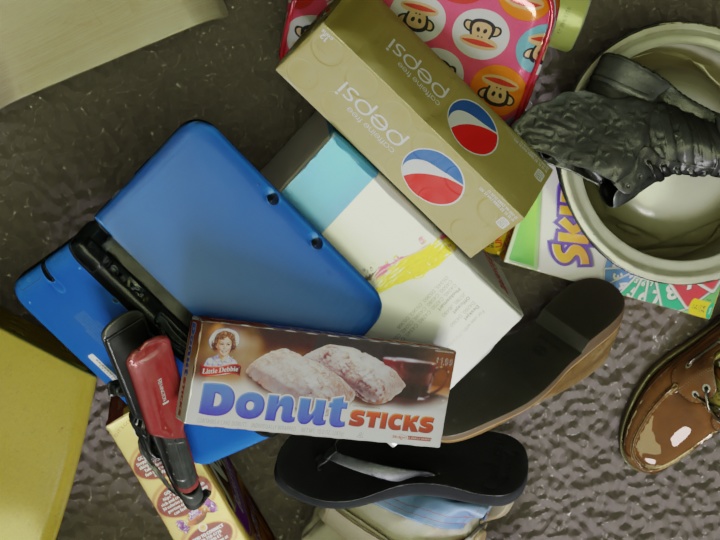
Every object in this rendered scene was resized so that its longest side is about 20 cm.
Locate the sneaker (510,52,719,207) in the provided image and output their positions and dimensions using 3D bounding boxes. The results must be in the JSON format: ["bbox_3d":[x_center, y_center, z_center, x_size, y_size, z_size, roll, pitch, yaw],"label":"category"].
[{"bbox_3d":[0.211,-0.085,1.266,0.199,0.060,0.105,30,86,-2],"label":"sneaker"}]

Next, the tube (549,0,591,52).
[{"bbox_3d":[0.077,-0.224,1.320,0.199,0.052,0.058,21,63,-5],"label":"tube"}]

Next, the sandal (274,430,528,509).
[{"bbox_3d":[0.031,0.143,1.337,0.198,0.077,0.043,-1,145,3],"label":"sandal"}]

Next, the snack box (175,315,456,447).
[{"bbox_3d":[-0.029,0.079,1.196,0.199,0.024,0.072,8,95,-26],"label":"snack box"}]

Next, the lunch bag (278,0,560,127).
[{"bbox_3d":[0.041,-0.178,1.284,0.199,0.082,0.177,17,129,0],"label":"lunch bag"}]

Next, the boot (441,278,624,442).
[{"bbox_3d":[0.130,0.088,1.358,0.199,0.074,0.076,-31,144,-22],"label":"boot"}]

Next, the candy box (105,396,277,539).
[{"bbox_3d":[-0.129,0.175,1.364,0.056,0.117,0.201,-30,105,2],"label":"candy box"}]

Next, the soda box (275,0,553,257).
[{"bbox_3d":[0.039,-0.108,1.227,0.200,0.064,0.068,43,137,-10],"label":"soda box"}]

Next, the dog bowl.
[{"bbox_3d":[0.241,-0.090,1.335,0.198,0.074,0.202,0,92,-8],"label":"dog bowl"}]

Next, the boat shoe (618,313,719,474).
[{"bbox_3d":[0.288,0.091,1.403,0.072,0.068,0.200,37,99,-14],"label":"boat shoe"}]

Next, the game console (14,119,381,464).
[{"bbox_3d":[-0.118,0.021,1.234,0.200,0.170,0.119,46,52,-14],"label":"game console"}]

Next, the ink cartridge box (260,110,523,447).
[{"bbox_3d":[0.000,0.000,1.315,0.200,0.147,0.146,42,99,-12],"label":"ink cartridge box"}]

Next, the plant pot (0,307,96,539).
[{"bbox_3d":[-0.301,0.119,1.307,0.199,0.200,0.177,28,88,-11],"label":"plant pot"}]

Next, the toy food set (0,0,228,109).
[{"bbox_3d":[-0.218,-0.221,1.296,0.199,0.060,0.144,-23,93,0],"label":"toy food set"}]

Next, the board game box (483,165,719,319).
[{"bbox_3d":[0.204,-0.033,1.389,0.199,0.030,0.096,16,102,-6],"label":"board game box"}]

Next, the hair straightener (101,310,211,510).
[{"bbox_3d":[-0.145,0.100,1.224,0.041,0.077,0.201,-36,139,-17],"label":"hair straightener"}]

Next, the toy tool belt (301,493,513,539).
[{"bbox_3d":[0.059,0.195,1.379,0.199,0.125,0.124,17,97,11],"label":"toy tool belt"}]
